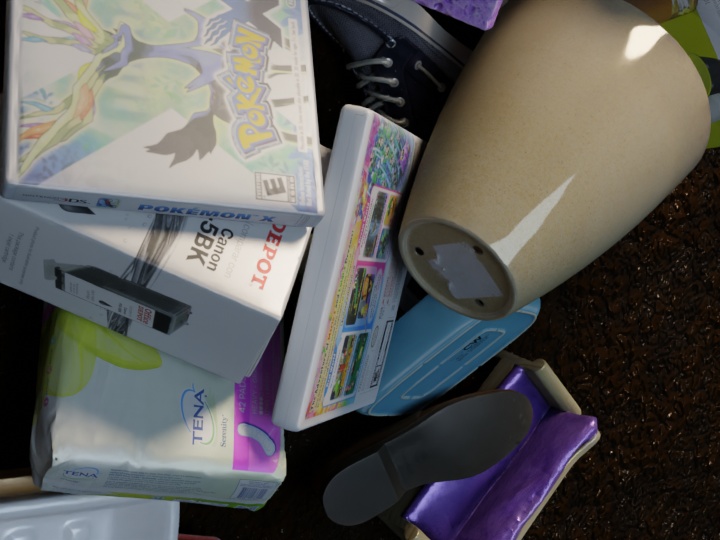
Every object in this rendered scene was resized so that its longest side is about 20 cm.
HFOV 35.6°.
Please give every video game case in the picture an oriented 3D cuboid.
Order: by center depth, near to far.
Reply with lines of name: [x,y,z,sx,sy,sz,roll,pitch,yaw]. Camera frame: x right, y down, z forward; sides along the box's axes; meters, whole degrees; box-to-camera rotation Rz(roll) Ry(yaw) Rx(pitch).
video game case: [-0.114,-0.127,0.657,0.182,0.022,0.201,4,67,-24]
video game case: [0.000,0.000,0.758,0.182,0.024,0.201,3,100,-74]

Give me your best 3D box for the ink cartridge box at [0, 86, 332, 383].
ink cartridge box: [-0.130,-0.043,0.683,0.199,0.083,0.147,24,50,-10]

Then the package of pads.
package of pads: [-0.129,0.048,0.727,0.154,0.068,0.201,9,59,-22]

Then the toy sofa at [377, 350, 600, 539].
toy sofa: [0.115,0.175,0.995,0.200,0.097,0.083,-50,125,-14]

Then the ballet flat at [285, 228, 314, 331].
ballet flat: [-0.030,0.022,0.868,0.068,0.068,0.200,-48,125,-18]

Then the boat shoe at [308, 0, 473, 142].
boat shoe: [0.021,-0.149,0.857,0.200,0.075,0.093,24,79,-38]

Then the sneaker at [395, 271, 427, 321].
sneaker: [0.030,-0.040,0.894,0.109,0.070,0.200,-46,131,-12]

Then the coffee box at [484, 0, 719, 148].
coffee box: [0.231,-0.227,0.885,0.200,0.197,0.200,53,49,-32]

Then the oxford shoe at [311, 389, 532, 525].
oxford shoe: [0.049,0.142,0.940,0.199,0.071,0.072,-19,108,-15]

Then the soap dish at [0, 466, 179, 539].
soap dish: [-0.218,0.200,0.721,0.199,0.081,0.158,-1,102,-36]

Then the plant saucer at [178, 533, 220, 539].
plant saucer: [-0.217,0.277,0.815,0.199,0.037,0.201,16,91,-38]

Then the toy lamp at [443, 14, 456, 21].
toy lamp: [0.006,-0.240,0.839,0.200,0.058,0.058,11,95,-40]

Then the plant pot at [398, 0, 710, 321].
plant pot: [0.119,-0.066,0.790,0.200,0.187,0.188,-50,126,-31]

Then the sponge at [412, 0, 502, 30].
sponge: [0.065,-0.258,0.681,0.030,0.111,0.201,-50,163,-65]

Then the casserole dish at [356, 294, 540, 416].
casserole dish: [0.065,0.061,0.895,0.200,0.039,0.121,-42,154,24]
